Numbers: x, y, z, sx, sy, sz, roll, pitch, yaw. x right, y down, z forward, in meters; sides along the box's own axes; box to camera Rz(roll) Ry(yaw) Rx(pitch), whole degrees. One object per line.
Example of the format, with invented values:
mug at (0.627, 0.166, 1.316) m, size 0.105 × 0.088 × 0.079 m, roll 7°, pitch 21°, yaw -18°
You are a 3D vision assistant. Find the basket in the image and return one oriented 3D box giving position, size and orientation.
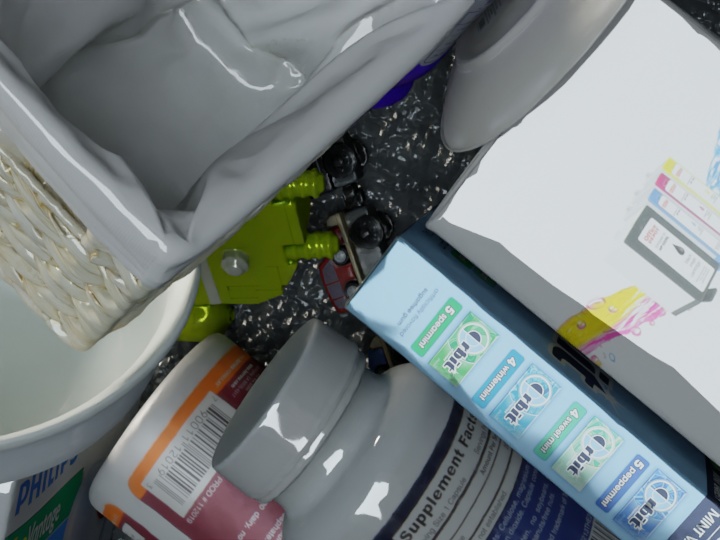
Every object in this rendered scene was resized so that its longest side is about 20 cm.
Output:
basket at (-0.074, -0.080, 0.603) m, size 0.136 × 0.200 × 0.123 m, roll 46°, pitch 145°, yaw 0°

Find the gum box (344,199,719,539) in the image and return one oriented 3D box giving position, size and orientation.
gum box at (0.096, 0.050, 0.719) m, size 0.199 × 0.170 × 0.045 m, roll 39°, pitch 104°, yaw 3°

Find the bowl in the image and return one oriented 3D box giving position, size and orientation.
bowl at (-0.170, 0.022, 0.663) m, size 0.199 × 0.202 × 0.091 m, roll 18°, pitch 139°, yaw 8°

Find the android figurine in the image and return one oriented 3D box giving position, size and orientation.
android figurine at (-0.110, -0.029, 0.773) m, size 0.198 × 0.041 × 0.183 m, roll 1°, pitch 139°, yaw 10°

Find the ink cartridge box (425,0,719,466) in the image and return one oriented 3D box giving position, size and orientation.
ink cartridge box at (0.157, -0.023, 0.706) m, size 0.200 × 0.147 × 0.145 m, roll 39°, pitch 105°, yaw 3°

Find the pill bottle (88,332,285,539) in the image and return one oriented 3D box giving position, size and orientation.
pill bottle at (-0.032, 0.136, 0.788) m, size 0.199 × 0.114 × 0.115 m, roll 38°, pitch 104°, yaw 3°

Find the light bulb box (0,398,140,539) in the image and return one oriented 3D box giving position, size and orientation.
light bulb box at (-0.214, 0.150, 0.785) m, size 0.124 × 0.198 × 0.202 m, roll 15°, pitch 103°, yaw 7°

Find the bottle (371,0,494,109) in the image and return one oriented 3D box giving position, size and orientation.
bottle at (0.023, -0.131, 0.691) m, size 0.065 × 0.084 × 0.200 m, roll 38°, pitch 138°, yaw -8°

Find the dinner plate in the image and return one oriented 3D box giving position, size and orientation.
dinner plate at (0.090, -0.142, 0.674) m, size 0.024 × 0.200 × 0.201 m, roll 32°, pitch 105°, yaw -12°

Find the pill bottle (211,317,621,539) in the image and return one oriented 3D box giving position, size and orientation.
pill bottle at (0.035, 0.114, 0.689) m, size 0.199 × 0.111 × 0.111 m, roll 37°, pitch 105°, yaw -9°

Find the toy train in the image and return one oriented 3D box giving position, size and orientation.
toy train at (0.000, 0.000, 0.801) m, size 0.045 × 0.034 × 0.202 m, roll -19°, pitch 95°, yaw 17°
